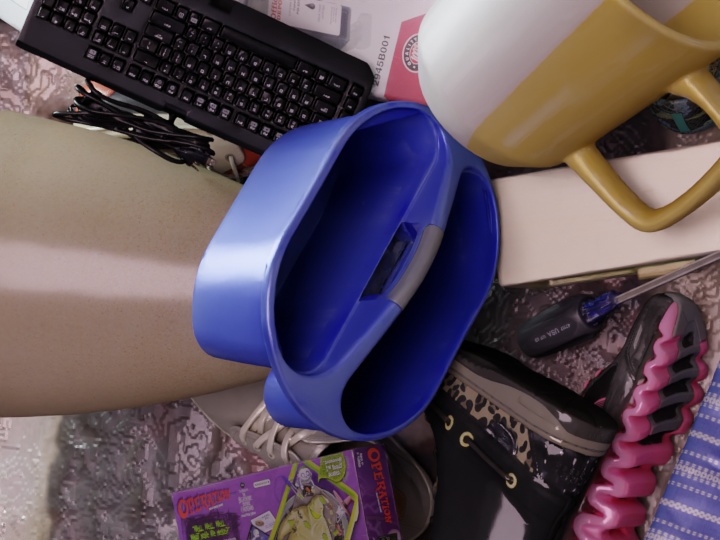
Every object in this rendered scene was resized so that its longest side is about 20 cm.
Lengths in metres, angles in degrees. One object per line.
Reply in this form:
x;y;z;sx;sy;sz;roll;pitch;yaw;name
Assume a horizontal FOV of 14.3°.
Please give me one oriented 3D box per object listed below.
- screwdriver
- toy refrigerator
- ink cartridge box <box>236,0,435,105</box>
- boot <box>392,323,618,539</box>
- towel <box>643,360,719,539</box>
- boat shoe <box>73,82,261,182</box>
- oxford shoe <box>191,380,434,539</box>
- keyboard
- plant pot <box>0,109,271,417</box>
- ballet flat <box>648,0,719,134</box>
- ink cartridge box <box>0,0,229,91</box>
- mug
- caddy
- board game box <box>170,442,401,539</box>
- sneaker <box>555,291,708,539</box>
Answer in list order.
0.157;0.008;1.631;0.200;0.028;0.029;-33;59;46;screwdriver
0.180;-0.032;1.642;0.199;0.076;0.070;-10;85;21;toy refrigerator
-0.005;-0.181;1.718;0.199;0.085;0.146;16;94;24;ink cartridge box
0.053;0.122;1.654;0.203;0.073;0.154;27;101;52;boot
0.237;0.137;1.605;0.144;0.024;0.201;18;76;28;towel
-0.089;-0.084;1.753;0.199;0.071;0.063;15;79;28;boat shoe
-0.039;0.094;1.737;0.200;0.058;0.075;39;106;22;oxford shoe
-0.098;-0.109;1.645;0.199;0.040;0.104;23;100;-6;keyboard
-0.130;0.006;1.704;0.199;0.187;0.188;6;91;22;plant pot
0.186;-0.180;1.649;0.074;0.074;0.201;-6;86;22;ballet flat
-0.140;-0.198;1.723;0.200;0.047;0.161;34;109;53;ink cartridge box
0.114;-0.121;1.569;0.153;0.149;0.187;-44;47;34;mug
0.000;0.000;1.595;0.105;0.141;0.200;-3;50;47;caddy
-0.041;0.175;1.696;0.200;0.032;0.121;-17;86;53;board game box
0.132;0.099;1.666;0.095;0.079;0.201;26;97;32;sneaker
